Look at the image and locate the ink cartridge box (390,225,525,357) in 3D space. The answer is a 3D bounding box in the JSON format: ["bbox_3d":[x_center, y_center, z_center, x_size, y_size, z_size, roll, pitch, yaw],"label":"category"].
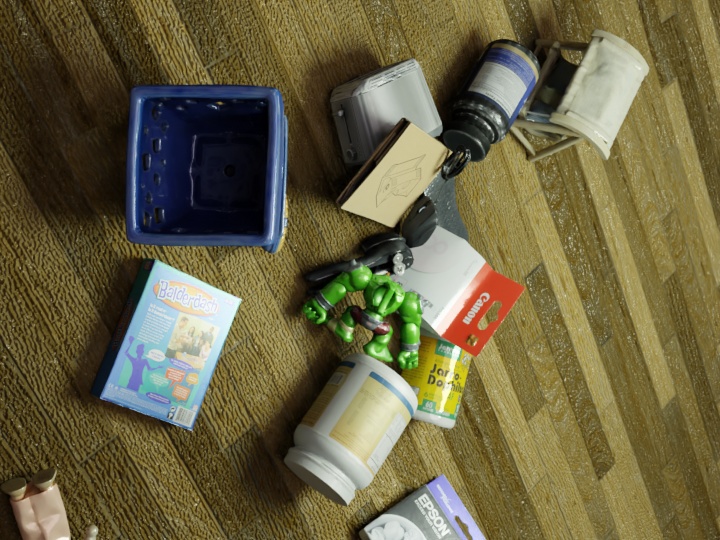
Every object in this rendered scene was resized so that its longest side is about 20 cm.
[{"bbox_3d":[0.150,0.027,1.507,0.163,0.198,0.057,-50,149,-23],"label":"ink cartridge box"}]

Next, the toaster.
[{"bbox_3d":[0.044,-0.254,1.452,0.198,0.113,0.131,-29,108,-30],"label":"toaster"}]

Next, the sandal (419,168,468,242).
[{"bbox_3d":[0.134,-0.112,1.578,0.076,0.043,0.202,-36,124,-28],"label":"sandal"}]

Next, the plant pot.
[{"bbox_3d":[-0.191,-0.133,1.213,0.196,0.180,0.204,2,92,5],"label":"plant pot"}]

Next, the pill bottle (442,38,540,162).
[{"bbox_3d":[0.225,-0.295,1.586,0.112,0.111,0.202,42,69,-31],"label":"pill bottle"}]

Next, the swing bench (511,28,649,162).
[{"bbox_3d":[0.385,-0.317,1.649,0.129,0.199,0.201,39,71,-32],"label":"swing bench"}]

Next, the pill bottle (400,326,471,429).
[{"bbox_3d":[0.130,0.158,1.547,0.112,0.112,0.203,21,81,-36],"label":"pill bottle"}]

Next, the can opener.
[{"bbox_3d":[0.000,0.000,1.470,0.198,0.078,0.064,-25,117,-24],"label":"can opener"}]

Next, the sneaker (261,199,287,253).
[{"bbox_3d":[-0.159,-0.125,1.342,0.087,0.075,0.204,-6,91,-25],"label":"sneaker"}]

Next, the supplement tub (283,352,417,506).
[{"bbox_3d":[-0.016,0.248,1.423,0.145,0.144,0.201,48,67,-29],"label":"supplement tub"}]

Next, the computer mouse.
[{"bbox_3d":[0.119,-0.121,1.485,0.034,0.059,0.202,12,120,-31],"label":"computer mouse"}]

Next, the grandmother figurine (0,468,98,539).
[{"bbox_3d":[-0.405,0.366,1.195,0.119,0.061,0.203,-10,104,-8],"label":"grandmother figurine"}]

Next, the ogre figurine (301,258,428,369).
[{"bbox_3d":[0.022,0.066,1.420,0.121,0.199,0.098,-59,171,15],"label":"ogre figurine"}]

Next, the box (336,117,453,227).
[{"bbox_3d":[0.058,-0.148,1.425,0.164,0.021,0.199,-51,158,11],"label":"box"}]

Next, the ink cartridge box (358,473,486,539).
[{"bbox_3d":[0.129,0.476,1.545,0.198,0.043,0.199,-28,75,-28],"label":"ink cartridge box"}]

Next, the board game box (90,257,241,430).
[{"bbox_3d":[-0.271,0.105,1.281,0.151,0.045,0.203,28,77,-35],"label":"board game box"}]
